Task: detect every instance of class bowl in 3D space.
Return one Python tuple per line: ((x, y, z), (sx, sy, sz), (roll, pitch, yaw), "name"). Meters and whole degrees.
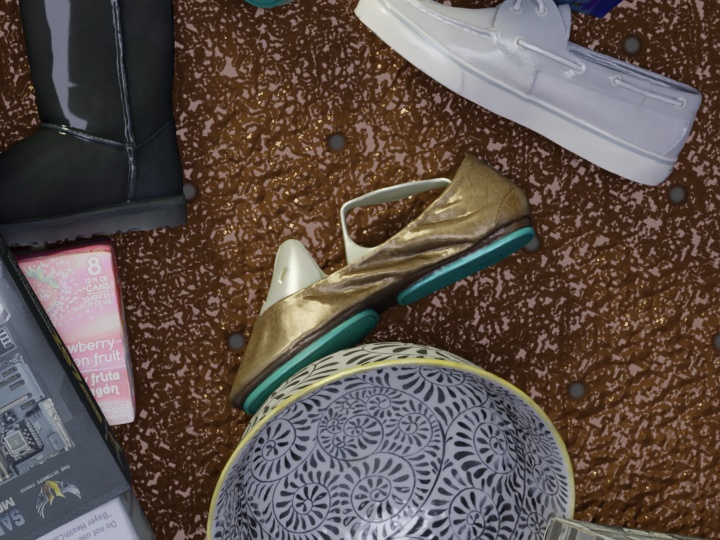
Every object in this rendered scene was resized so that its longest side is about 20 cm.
((0.010, 0.110, 1.444), (0.200, 0.094, 0.202), (-5, 121, -8), "bowl")

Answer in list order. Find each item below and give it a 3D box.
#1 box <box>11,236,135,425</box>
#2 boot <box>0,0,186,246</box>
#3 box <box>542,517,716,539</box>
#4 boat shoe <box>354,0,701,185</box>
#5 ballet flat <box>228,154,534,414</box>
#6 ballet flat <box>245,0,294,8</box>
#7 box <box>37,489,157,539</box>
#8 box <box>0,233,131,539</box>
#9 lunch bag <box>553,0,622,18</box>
((-0.225, 0.044, 1.425), (0.199, 0.103, 0.095), (-8, 96, -4), "box")
((-0.171, -0.118, 1.416), (0.164, 0.066, 0.201), (-9, 101, -36), "boot")
((0.170, 0.226, 1.458), (0.199, 0.050, 0.159), (11, 94, -38), "box")
((0.095, -0.116, 1.451), (0.199, 0.072, 0.069), (28, 104, -7), "boat shoe")
((0.000, 0.000, 1.467), (0.200, 0.068, 0.072), (-33, 77, -2), "ballet flat")
((-0.098, -0.218, 1.405), (0.067, 0.063, 0.200), (-23, 127, 31), "ballet flat")
((-0.170, 0.239, 1.446), (0.183, 0.105, 0.201), (-25, 96, -3), "box")
((-0.239, 0.086, 1.350), (0.199, 0.051, 0.158), (-28, 106, 0), "box")
((0.089, -0.198, 1.384), (0.150, 0.200, 0.094), (19, 93, -7), "lunch bag")
